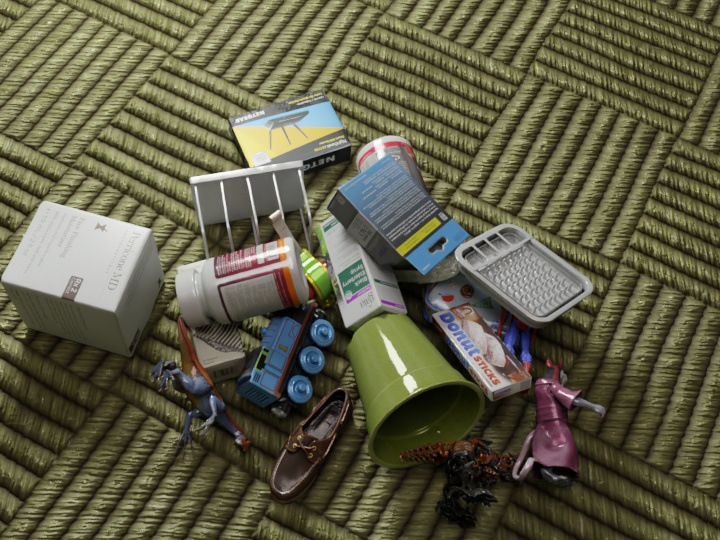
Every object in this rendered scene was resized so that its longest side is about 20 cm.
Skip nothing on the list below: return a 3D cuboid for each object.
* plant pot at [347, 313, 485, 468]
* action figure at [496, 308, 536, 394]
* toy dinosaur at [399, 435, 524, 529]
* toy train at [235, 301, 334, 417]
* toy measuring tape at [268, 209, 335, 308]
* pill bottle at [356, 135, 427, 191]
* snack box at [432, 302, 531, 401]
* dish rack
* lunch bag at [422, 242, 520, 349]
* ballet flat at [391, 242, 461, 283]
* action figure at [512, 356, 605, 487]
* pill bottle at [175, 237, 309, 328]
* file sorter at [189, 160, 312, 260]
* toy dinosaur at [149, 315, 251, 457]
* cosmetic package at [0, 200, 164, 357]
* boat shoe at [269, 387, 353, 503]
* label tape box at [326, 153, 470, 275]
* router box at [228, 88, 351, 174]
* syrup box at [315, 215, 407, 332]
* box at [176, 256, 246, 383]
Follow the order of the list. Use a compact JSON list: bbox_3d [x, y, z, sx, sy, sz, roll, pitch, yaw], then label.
[{"bbox_3d":[0.067,0.174,1.539,0.198,0.201,0.191,-19,50,-13],"label":"plant pot"},{"bbox_3d":[0.257,0.101,1.584,0.065,0.052,0.202,14,61,-1],"label":"action figure"},{"bbox_3d":[0.160,0.314,1.505,0.197,0.103,0.137,0,48,4],"label":"toy dinosaur"},{"bbox_3d":[-0.120,0.137,1.582,0.114,0.087,0.202,32,59,-18],"label":"toy train"},{"bbox_3d":[-0.090,-0.012,1.635,0.073,0.201,0.074,-20,31,13],"label":"toy measuring tape"},{"bbox_3d":[0.067,-0.134,1.753,0.109,0.111,0.202,-12,60,-9],"label":"pill bottle"},{"bbox_3d":[0.188,0.125,1.532,0.071,0.025,0.200,-17,40,-17],"label":"snack box"},{"bbox_3d":[0.263,0.013,1.590,0.171,0.044,0.200,-26,54,-40],"label":"dish rack"},{"bbox_3d":[0.204,0.046,1.673,0.198,0.076,0.162,17,62,7],"label":"lunch bag"},{"bbox_3d":[0.088,-0.015,1.656,0.198,0.072,0.072,-7,51,35],"label":"ballet flat"},{"bbox_3d":[0.295,0.235,1.525,0.147,0.134,0.203,3,71,-13],"label":"action figure"},{"bbox_3d":[-0.190,0.023,1.562,0.198,0.110,0.111,-15,60,2],"label":"pill bottle"},{"bbox_3d":[-0.188,-0.090,1.703,0.197,0.139,0.126,-9,62,-8],"label":"file sorter"},{"bbox_3d":[-0.235,0.201,1.521,0.181,0.105,0.202,30,74,-30],"label":"toy dinosaur"},{"bbox_3d":[-0.453,0.016,1.613,0.197,0.166,0.166,14,60,6],"label":"cosmetic package"},{"bbox_3d":[-0.080,0.270,1.530,0.070,0.071,0.201,28,63,13],"label":"boat shoe"},{"bbox_3d":[0.063,-0.080,1.611,0.200,0.063,0.144,46,51,8],"label":"label tape box"},{"bbox_3d":[-0.134,-0.252,1.851,0.198,0.051,0.150,-20,63,-14],"label":"router box"},{"bbox_3d":[0.000,0.000,1.632,0.078,0.081,0.202,-33,59,28],"label":"syrup box"},{"bbox_3d":[-0.250,0.084,1.636,0.081,0.069,0.202,-16,61,-10],"label":"box"}]
